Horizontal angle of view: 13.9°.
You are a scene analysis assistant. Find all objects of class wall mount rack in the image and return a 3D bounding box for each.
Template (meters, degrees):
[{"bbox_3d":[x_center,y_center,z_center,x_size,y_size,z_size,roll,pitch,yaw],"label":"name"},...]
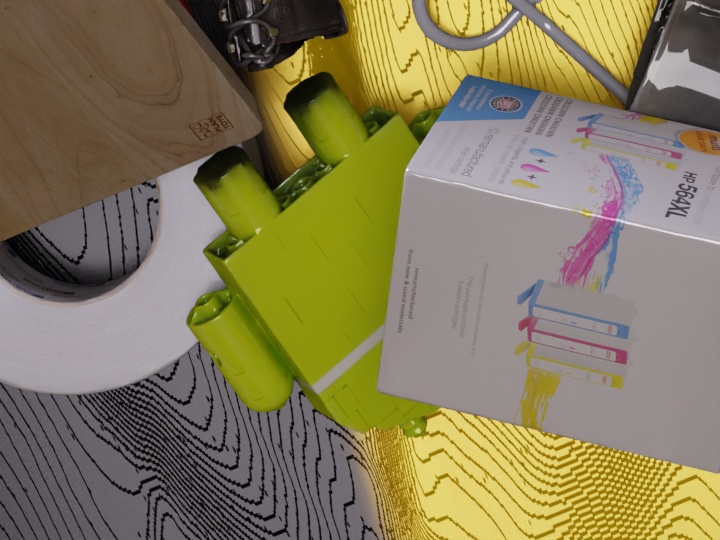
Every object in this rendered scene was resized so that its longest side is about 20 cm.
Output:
[{"bbox_3d":[0.129,-0.169,1.527,0.174,0.075,0.200,35,101,-26],"label":"wall mount rack"}]

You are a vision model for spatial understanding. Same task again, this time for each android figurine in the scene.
[{"bbox_3d":[0.000,0.000,1.542,0.182,0.041,0.200,-42,118,-12],"label":"android figurine"}]

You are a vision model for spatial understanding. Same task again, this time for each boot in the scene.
[{"bbox_3d":[0.252,-0.122,1.495,0.200,0.073,0.182,22,72,6],"label":"boot"},{"bbox_3d":[-0.065,-0.186,1.482,0.069,0.200,0.174,-10,91,29],"label":"boot"}]

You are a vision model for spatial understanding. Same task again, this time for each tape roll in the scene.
[{"bbox_3d":[-0.152,-0.038,1.567,0.200,0.066,0.201,0,98,3],"label":"tape roll"}]

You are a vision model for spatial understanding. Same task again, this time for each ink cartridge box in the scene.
[{"bbox_3d":[0.125,0.002,1.441,0.200,0.129,0.125,12,118,11],"label":"ink cartridge box"}]

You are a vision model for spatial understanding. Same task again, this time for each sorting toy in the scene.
[{"bbox_3d":[-0.178,-0.102,1.436,0.199,0.200,0.070,-22,61,10],"label":"sorting toy"}]
